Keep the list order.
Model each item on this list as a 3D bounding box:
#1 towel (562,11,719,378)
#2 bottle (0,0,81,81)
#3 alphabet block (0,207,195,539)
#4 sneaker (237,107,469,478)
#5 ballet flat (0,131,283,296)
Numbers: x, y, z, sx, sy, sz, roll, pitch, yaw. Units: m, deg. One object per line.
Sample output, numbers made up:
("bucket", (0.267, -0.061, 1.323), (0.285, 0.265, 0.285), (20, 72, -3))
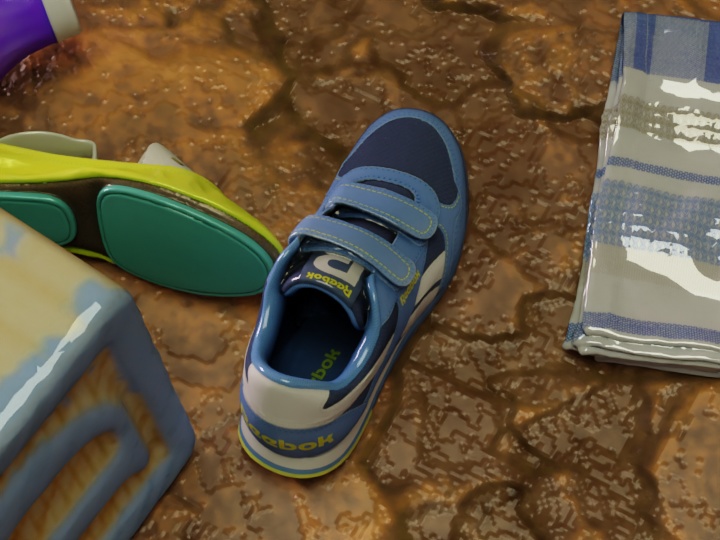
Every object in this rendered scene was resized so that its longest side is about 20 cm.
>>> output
("towel", (0.187, -0.038, 1.021), (0.147, 0.024, 0.200), (8, 66, 7))
("bottle", (-0.246, -0.113, 1.059), (0.200, 0.065, 0.084), (-18, 103, -5))
("alphabet block", (-0.217, 0.067, 0.910), (0.200, 0.196, 0.195), (31, 70, 17))
("sneaker", (0.000, 0.000, 0.986), (0.074, 0.082, 0.200), (16, 65, 13))
("ballet flat", (-0.129, -0.037, 1.028), (0.200, 0.067, 0.067), (8, 45, 10))
